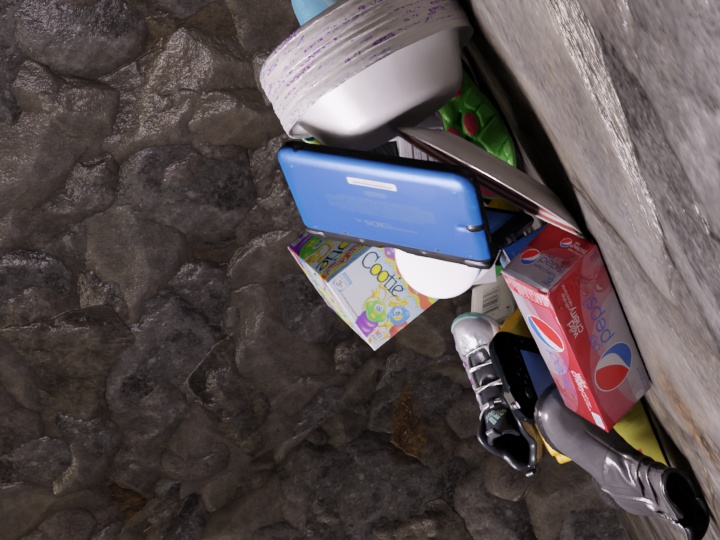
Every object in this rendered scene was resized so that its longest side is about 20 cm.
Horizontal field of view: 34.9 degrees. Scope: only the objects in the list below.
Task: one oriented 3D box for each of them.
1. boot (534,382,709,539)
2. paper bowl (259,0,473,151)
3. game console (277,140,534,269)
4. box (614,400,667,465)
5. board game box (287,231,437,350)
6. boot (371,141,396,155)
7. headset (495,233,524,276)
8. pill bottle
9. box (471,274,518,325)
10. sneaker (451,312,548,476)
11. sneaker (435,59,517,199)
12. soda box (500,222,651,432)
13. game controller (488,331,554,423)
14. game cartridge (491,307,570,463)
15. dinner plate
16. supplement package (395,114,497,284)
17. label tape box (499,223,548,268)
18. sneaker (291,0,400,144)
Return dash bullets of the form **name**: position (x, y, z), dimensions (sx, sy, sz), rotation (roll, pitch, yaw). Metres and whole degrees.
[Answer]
- **boot**: position (0.276, 0.194, 1.180), dimensions (0.200, 0.070, 0.131), rotation (43, 166, -26)
- **paper bowl**: position (0.015, -0.181, 1.057), dimensions (0.105, 0.199, 0.201), rotation (60, -177, 4)
- **game console**: position (0.047, -0.080, 1.076), dimensions (0.119, 0.197, 0.172), rotation (-62, -31, -32)
- **box**: position (0.306, 0.186, 1.312), dimensions (0.201, 0.050, 0.076), rotation (61, -176, -36)
- **board game box**: position (0.000, 0.000, 1.374), dimensions (0.105, 0.103, 0.200), rotation (55, 174, -20)
- **boot**: position (0.011, -0.108, 1.479), dimensions (0.201, 0.064, 0.167), rotation (91, 180, -52)
- **headset**: position (0.195, -0.011, 1.556), dimensions (0.125, 0.093, 0.200), rotation (62, 167, 6)
- **pill bottle**: position (0.109, -0.052, 1.271), dimensions (0.115, 0.113, 0.200), rotation (61, -154, -12)
- **box**: position (0.227, 0.096, 1.509), dimensions (0.200, 0.068, 0.083), rotation (45, -144, -31)
- **sneaker**: position (0.164, 0.153, 1.367), dimensions (0.201, 0.077, 0.140), rotation (53, -150, -3)
- **sneaker**: position (0.112, -0.172, 1.221), dimensions (0.202, 0.076, 0.084), rotation (63, -155, 6)
- **soda box**: position (0.205, 0.056, 1.065), dimensions (0.063, 0.070, 0.201), rotation (32, 159, 49)
- **game controller**: position (0.213, 0.128, 1.310), dimensions (0.199, 0.042, 0.106), rotation (17, -123, -51)
- **game cartridge**: position (0.240, 0.119, 1.421), dimensions (0.178, 0.032, 0.200), rotation (62, -147, -7)
- **dinner plate**: position (0.121, -0.088, 1.046), dimensions (0.198, 0.024, 0.200), rotation (30, -175, -3)
- **supplement package**: position (0.102, -0.095, 1.460), dimensions (0.156, 0.109, 0.204), rotation (-106, 10, -74)
- **label tape box**: position (0.211, 0.029, 1.235), dimensions (0.146, 0.063, 0.200), rotation (60, -176, 5)
- **sneaker**: position (-0.036, -0.209, 1.197), dimensions (0.201, 0.130, 0.079), rotation (56, 143, 0)
